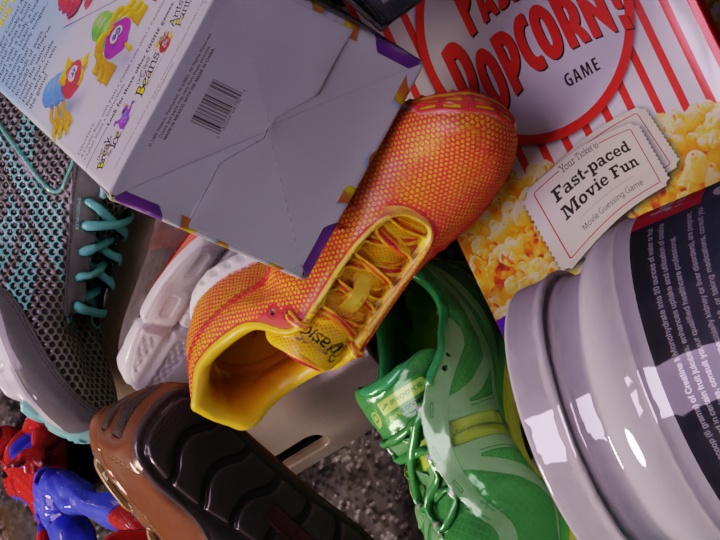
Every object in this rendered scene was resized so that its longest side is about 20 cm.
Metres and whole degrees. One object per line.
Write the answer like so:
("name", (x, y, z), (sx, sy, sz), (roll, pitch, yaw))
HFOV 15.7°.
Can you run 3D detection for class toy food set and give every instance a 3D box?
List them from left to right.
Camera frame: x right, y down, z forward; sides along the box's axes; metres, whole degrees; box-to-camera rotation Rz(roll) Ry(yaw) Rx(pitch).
("toy food set", (-0.070, 0.006, 1.255), (0.143, 0.060, 0.200), (-32, 75, 23))

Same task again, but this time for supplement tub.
("supplement tub", (0.170, 0.027, 0.985), (0.200, 0.140, 0.141), (-23, 78, 20))

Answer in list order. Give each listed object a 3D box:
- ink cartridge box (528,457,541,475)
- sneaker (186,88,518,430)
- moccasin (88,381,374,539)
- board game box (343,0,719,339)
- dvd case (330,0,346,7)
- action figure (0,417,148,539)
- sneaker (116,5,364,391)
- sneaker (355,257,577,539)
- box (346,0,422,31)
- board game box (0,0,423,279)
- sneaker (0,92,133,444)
("ink cartridge box", (0.109, 0.117, 1.130), (0.200, 0.037, 0.095), (-39, 70, 31))
("sneaker", (0.000, 0.000, 1.094), (0.200, 0.073, 0.077), (-46, 34, 34))
("moccasin", (-0.047, 0.133, 1.186), (0.078, 0.201, 0.074), (-12, 41, 59))
("board game box", (0.091, -0.082, 1.105), (0.151, 0.046, 0.200), (-30, 82, 32))
("dvd case", (0.000, -0.185, 1.200), (0.200, 0.025, 0.151), (31, 111, 33))
("action figure", (-0.148, 0.116, 1.286), (0.200, 0.052, 0.066), (-144, 47, -62))
("sneaker", (-0.058, -0.038, 1.189), (0.082, 0.077, 0.200), (39, 102, 47))
("sneaker", (0.035, 0.077, 1.117), (0.074, 0.083, 0.200), (-41, 45, 31))
("box", (0.055, -0.217, 1.043), (0.200, 0.086, 0.164), (-34, 30, 23))
("board game box", (-0.080, -0.093, 1.098), (0.105, 0.103, 0.200), (-61, 36, 8))
("sneaker", (-0.140, -0.020, 1.219), (0.091, 0.078, 0.200), (-21, 80, 22))
